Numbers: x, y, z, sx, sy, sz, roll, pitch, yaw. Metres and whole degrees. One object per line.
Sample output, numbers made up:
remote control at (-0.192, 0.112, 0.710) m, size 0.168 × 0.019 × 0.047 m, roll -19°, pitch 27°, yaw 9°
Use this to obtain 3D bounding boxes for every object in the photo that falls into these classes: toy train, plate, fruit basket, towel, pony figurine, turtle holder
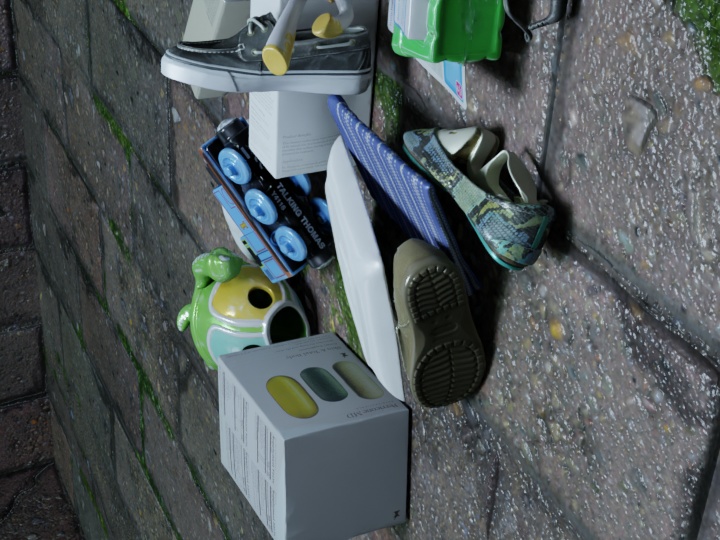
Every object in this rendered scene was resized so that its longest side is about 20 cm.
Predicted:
toy train at (-0.108, -0.081, 1.421) m, size 0.200 × 0.087 × 0.114 m, roll 54°, pitch 148°, yaw -10°
plate at (0.000, 0.000, 1.238) m, size 0.200 × 0.032 × 0.201 m, roll -106°, pitch 5°, yaw -45°
fruit basket at (0.053, -0.255, 1.035) m, size 0.200 × 0.093 × 0.186 m, roll -127°, pitch 34°, yaw -51°
towel at (0.040, -0.076, 1.161) m, size 0.200 × 0.024 × 0.145 m, roll 48°, pitch 170°, yaw 48°
pony figurine at (-0.049, -0.299, 1.095) m, size 0.166 × 0.200 × 0.194 m, roll -5°, pitch 126°, yaw 34°
turtle holder at (-0.135, 0.047, 1.542) m, size 0.131 × 0.141 × 0.186 m, roll 12°, pitch 113°, yaw 44°

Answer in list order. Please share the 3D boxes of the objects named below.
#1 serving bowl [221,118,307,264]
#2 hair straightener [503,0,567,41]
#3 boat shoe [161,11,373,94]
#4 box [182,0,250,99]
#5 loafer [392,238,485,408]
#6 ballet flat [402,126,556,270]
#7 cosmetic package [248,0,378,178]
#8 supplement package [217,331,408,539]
serving bowl at (-0.133, -0.094, 1.566) m, size 0.200 × 0.066 × 0.201 m, roll 169°, pitch 90°, yaw -68°
hair straightener at (0.122, -0.260, 0.890) m, size 0.041 × 0.077 × 0.201 m, roll 44°, pitch 139°, yaw 50°
boat shoe at (-0.086, -0.208, 1.168) m, size 0.072 × 0.199 × 0.071 m, roll -109°, pitch 21°, yaw -65°
box at (-0.168, -0.304, 1.545) m, size 0.200 × 0.068 × 0.082 m, roll 123°, pitch 132°, yaw -59°
loafer at (0.070, 0.048, 1.142) m, size 0.068 × 0.076 × 0.201 m, roll -108°, pitch 8°, yaw -45°
ballet flat at (0.103, -0.081, 1.050) m, size 0.200 × 0.074 × 0.074 m, roll 53°, pitch 146°, yaw 42°
cosmetic package at (-0.050, -0.204, 1.269) m, size 0.081 × 0.112 × 0.201 m, roll 48°, pitch 141°, yaw 49°
supplement package at (-0.056, 0.189, 1.409) m, size 0.200 × 0.151 × 0.151 m, roll -139°, pitch 44°, yaw -55°
